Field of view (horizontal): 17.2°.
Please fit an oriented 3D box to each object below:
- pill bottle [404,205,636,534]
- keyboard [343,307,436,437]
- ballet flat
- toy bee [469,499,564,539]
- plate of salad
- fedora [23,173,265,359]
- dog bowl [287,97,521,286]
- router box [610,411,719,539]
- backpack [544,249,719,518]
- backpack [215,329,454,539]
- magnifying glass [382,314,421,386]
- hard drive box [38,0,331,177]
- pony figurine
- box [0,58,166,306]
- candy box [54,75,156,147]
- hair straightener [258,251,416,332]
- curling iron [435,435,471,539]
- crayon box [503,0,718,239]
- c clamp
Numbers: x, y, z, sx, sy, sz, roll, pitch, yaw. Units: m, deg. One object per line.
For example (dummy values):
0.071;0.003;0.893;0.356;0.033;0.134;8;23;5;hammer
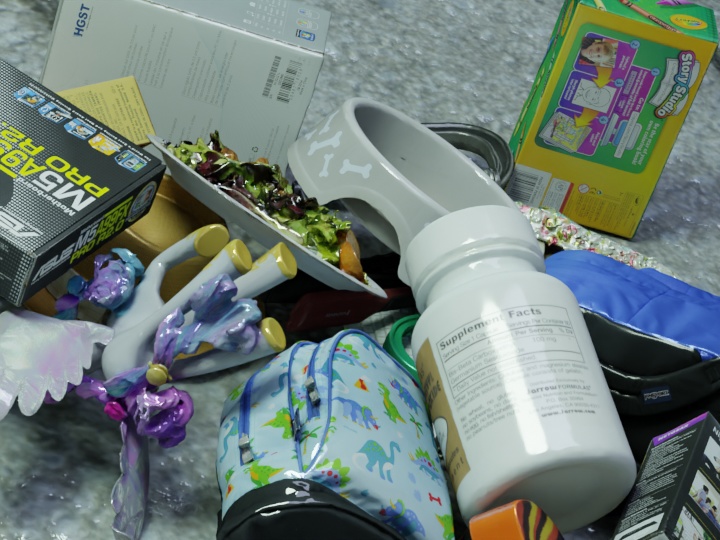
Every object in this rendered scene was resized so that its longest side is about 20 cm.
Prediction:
0.095;0.063;1.526;0.114;0.114;0.200;2;53;-26;pill bottle
0.019;0.059;1.727;0.056;0.011;0.200;9;34;-18;keyboard
0.157;-0.001;1.837;0.200;0.076;0.064;19;40;2;ballet flat
0.117;0.244;1.438;0.131;0.200;0.109;0;-13;35;toy bee
-0.059;-0.045;1.637;0.200;0.048;0.200;34;4;-3;plate of salad
-0.154;-0.017;1.676;0.200;0.082;0.201;14;32;-9;fedora
0.043;-0.051;1.743;0.200;0.059;0.200;35;17;-12;dog bowl
0.245;0.209;1.502;0.200;0.051;0.149;52;32;-10;router box
0.186;0.078;1.658;0.200;0.163;0.168;18;25;20;backpack
-0.018;0.131;1.485;0.163;0.154;0.200;39;8;-24;backpack
0.098;0.057;1.754;0.200;0.022;0.080;-10;44;-41;magnifying glass
-0.140;-0.145;1.809;0.200;0.156;0.077;17;32;-7;hard drive box
-0.143;0.057;1.494;0.167;0.200;0.193;55;17;-22;pony figurine
-0.249;-0.075;1.528;0.200;0.044;0.160;32;34;13;box
-0.257;-0.078;1.679;0.200;0.117;0.057;-17;85;-44;candy box
0.000;0.000;1.750;0.200;0.041;0.077;-11;46;-44;hair straightener
0.070;0.170;1.573;0.050;0.026;0.200;20;31;-12;curling iron
0.199;-0.132;1.932;0.119;0.200;0.058;15;33;-8;crayon box
0.035;-0.076;1.903;0.200;0.027;0.171;-5;29;-15;c clamp
